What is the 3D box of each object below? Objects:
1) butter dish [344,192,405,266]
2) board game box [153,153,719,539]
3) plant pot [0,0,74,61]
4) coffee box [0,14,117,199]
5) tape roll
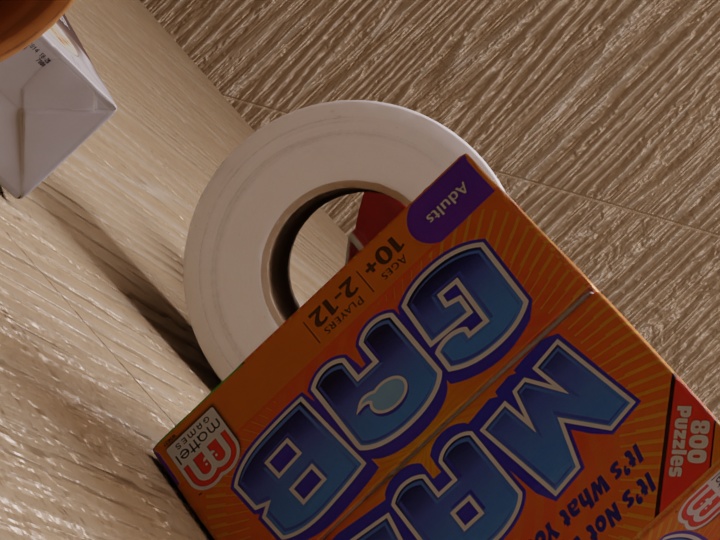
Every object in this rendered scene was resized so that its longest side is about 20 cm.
[{"bbox_3d":[0.067,0.052,1.516,0.147,0.200,0.200,2,14,-12],"label":"butter dish"},{"bbox_3d":[0.070,0.113,0.999,0.200,0.200,0.200,49,4,35],"label":"board game box"},{"bbox_3d":[-0.222,-0.179,0.989,0.200,0.200,0.140,46,-13,-13],"label":"plant pot"},{"bbox_3d":[-0.221,-0.134,1.242,0.114,0.080,0.200,46,4,-26],"label":"coffee box"},{"bbox_3d":[0.000,0.000,1.321,0.203,0.203,0.139,47,3,2],"label":"tape roll"}]
